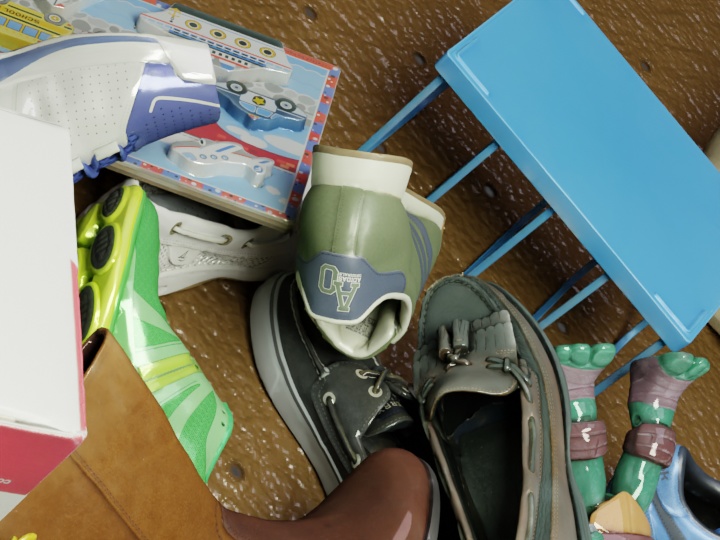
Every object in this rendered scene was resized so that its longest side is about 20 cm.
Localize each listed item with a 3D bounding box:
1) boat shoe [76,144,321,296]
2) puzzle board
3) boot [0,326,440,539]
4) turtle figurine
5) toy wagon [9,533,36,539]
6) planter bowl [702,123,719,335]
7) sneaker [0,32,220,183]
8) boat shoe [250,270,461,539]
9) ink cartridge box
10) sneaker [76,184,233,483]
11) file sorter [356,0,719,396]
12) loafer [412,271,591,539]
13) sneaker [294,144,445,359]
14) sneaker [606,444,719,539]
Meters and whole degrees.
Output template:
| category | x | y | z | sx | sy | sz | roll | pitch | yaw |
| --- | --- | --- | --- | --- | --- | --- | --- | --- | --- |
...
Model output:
| category | x | y | z | sx | sy | sz | roll | pitch | yaw |
| --- | --- | --- | --- | --- | --- | --- | --- | --- | --- |
| boat shoe | -0.060 | -0.037 | 1.276 | 0.071 | 0.069 | 0.200 | 52 | 36 | 12 |
| puzzle board | -0.113 | -0.099 | 1.250 | 0.199 | 0.017 | 0.151 | 20 | 36 | -4 |
| boot | -0.067 | 0.099 | 1.087 | 0.188 | 0.068 | 0.200 | -48 | 121 | -20 |
| turtle figurine | 0.135 | 0.142 | 1.272 | 0.149 | 0.100 | 0.202 | 12 | 73 | -51 |
| toy wagon | -0.110 | 0.197 | 0.999 | 0.155 | 0.039 | 0.201 | -32 | 103 | -32 |
| planter bowl | 0.274 | -0.028 | 1.527 | 0.134 | 0.200 | 0.201 | -20 | 73 | -22 |
| sneaker | -0.162 | -0.043 | 1.146 | 0.198 | 0.081 | 0.116 | -7 | 86 | -9 |
| boat shoe | 0.007 | 0.082 | 1.257 | 0.068 | 0.057 | 0.201 | -4 | 63 | -46 |
| ink cartridge box | -0.192 | 0.043 | 0.976 | 0.085 | 0.200 | 0.148 | 17 | 49 | -34 |
| sneaker | -0.106 | 0.059 | 1.157 | 0.083 | 0.074 | 0.201 | 16 | 61 | -41 |
| file sorter | 0.105 | -0.036 | 1.398 | 0.200 | 0.123 | 0.139 | 50 | 37 | -1 |
| loafer | 0.065 | 0.077 | 1.218 | 0.063 | 0.072 | 0.201 | 36 | 30 | -48 |
| sneaker | 0.000 | 0.000 | 1.242 | 0.067 | 0.200 | 0.091 | 8 | 82 | 7 |
| sneaker | 0.218 | 0.175 | 1.375 | 0.200 | 0.078 | 0.066 | 44 | 36 | -11 |
